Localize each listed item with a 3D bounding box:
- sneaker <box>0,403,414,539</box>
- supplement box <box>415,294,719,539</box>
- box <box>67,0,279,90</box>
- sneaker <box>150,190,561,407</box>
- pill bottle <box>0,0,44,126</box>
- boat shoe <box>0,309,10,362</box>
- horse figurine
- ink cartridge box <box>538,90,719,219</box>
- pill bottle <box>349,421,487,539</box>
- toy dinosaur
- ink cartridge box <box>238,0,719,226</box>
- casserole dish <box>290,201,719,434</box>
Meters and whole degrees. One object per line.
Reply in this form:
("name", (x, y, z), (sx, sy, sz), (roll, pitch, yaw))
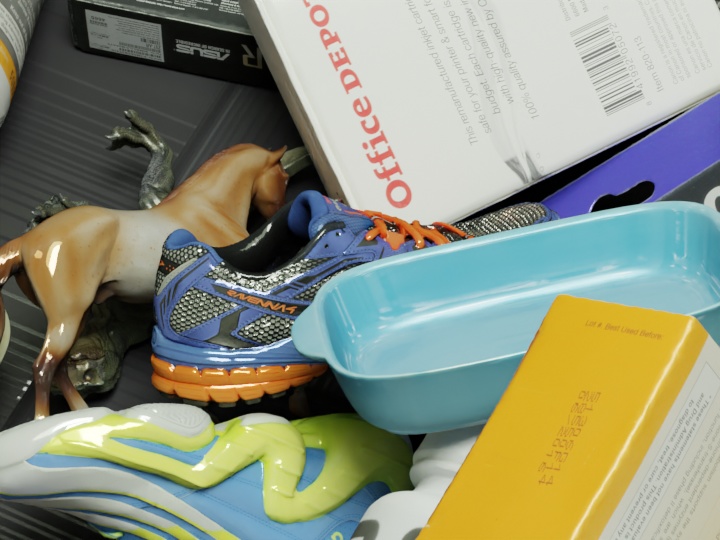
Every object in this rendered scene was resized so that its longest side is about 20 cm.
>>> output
("sneaker", (-0.066, 0.112, 1.060), (0.199, 0.076, 0.105), (1, 79, -21))
("supplement box", (0.119, 0.119, 0.953), (0.073, 0.200, 0.126), (9, 59, 46))
("box", (-0.034, -0.169, 1.292), (0.199, 0.044, 0.161), (11, 57, 7))
("sneaker", (0.000, 0.000, 1.095), (0.199, 0.079, 0.075), (-16, 18, -19))
("pill bottle", (-0.210, -0.165, 1.245), (0.116, 0.117, 0.200), (9, 56, 5))
("boat shoe", (-0.243, 0.079, 1.116), (0.201, 0.074, 0.063), (-48, 29, -16))
("horse figurine", (-0.103, 0.014, 1.126), (0.199, 0.050, 0.133), (-9, 88, -30))
("ink cartridge box", (0.129, 0.026, 1.108), (0.198, 0.043, 0.200), (-33, 55, 18))
("pill bottle", (0.031, 0.162, 1.006), (0.114, 0.114, 0.200), (25, 72, 15))
("toy dinosaur", (-0.103, -0.021, 1.191), (0.088, 0.047, 0.200), (41, 65, 5))
("ink cartridge box", (0.059, -0.113, 1.181), (0.200, 0.083, 0.147), (-26, 94, -8))
("casserole dish", (0.072, 0.021, 1.022), (0.199, 0.039, 0.121), (-13, 24, -2))
